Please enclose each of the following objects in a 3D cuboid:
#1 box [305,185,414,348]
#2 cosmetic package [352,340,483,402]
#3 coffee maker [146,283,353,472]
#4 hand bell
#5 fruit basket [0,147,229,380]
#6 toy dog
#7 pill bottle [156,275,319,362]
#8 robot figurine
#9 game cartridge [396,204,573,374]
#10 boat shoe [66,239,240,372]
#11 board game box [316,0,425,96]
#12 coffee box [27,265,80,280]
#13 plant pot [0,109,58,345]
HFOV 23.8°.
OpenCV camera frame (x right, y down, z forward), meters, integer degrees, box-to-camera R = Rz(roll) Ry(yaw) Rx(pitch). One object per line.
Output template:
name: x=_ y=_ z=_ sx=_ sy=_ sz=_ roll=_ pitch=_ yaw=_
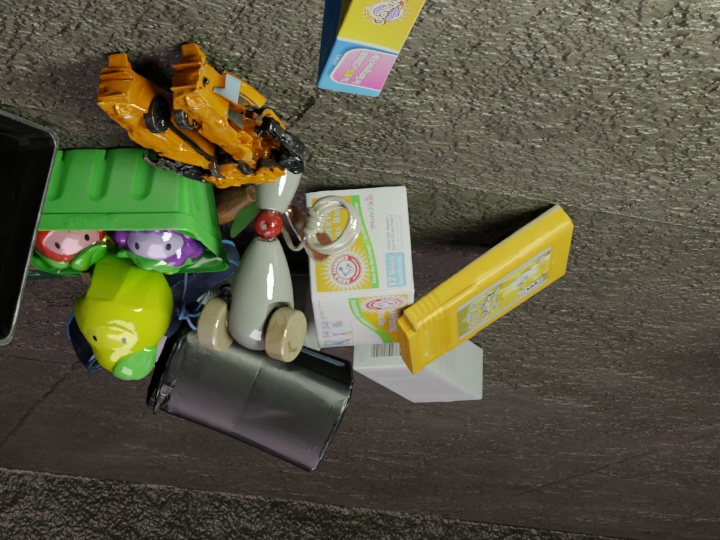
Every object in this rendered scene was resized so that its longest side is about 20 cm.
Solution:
box: x=0.000 y=0.000 z=1.731 sx=0.100 sy=0.114 sz=0.200 roll=-4 pitch=163 yaw=0
cosmetic package: x=0.076 y=0.112 z=2.178 sx=0.101 sy=0.072 sz=0.200 roll=-4 pitch=162 yaw=24
coffee maker: x=-0.118 y=0.131 z=1.808 sx=0.199 sy=0.193 sz=0.135 roll=22 pitch=129 yaw=-9
hand bell: x=-0.185 y=-0.043 z=1.727 sx=0.199 sy=0.105 sz=0.104 roll=-23 pitch=152 yaw=32
fruit basket: x=-0.233 y=-0.004 z=1.627 sx=0.214 sy=0.218 sz=0.156 roll=0 pitch=163 yaw=13
toy dog: x=-0.078 y=-0.006 z=1.601 sx=0.131 sy=0.201 sz=0.096 roll=33 pitch=-170 yaw=15
pill bottle: x=-0.146 y=0.052 z=1.946 sx=0.198 sy=0.115 sz=0.114 roll=-1 pitch=163 yaw=14
robot figurine: x=-0.129 y=-0.124 z=1.450 sx=0.144 sy=0.059 sz=0.200 roll=-3 pitch=161 yaw=23
game cartridge: x=0.126 y=0.024 z=1.746 sx=0.199 sy=0.033 sz=0.176 roll=-36 pitch=164 yaw=-6
boat shoe: x=-0.200 y=0.040 z=1.725 sx=0.199 sy=0.069 sz=0.084 roll=-32 pitch=153 yaw=19
board game box: x=0.015 y=-0.207 z=0.974 sx=0.040 sy=0.154 sz=0.200 roll=7 pitch=163 yaw=-8
coffee box: x=-0.359 y=-0.025 z=1.836 sx=0.199 sy=0.044 sz=0.123 roll=-4 pitch=164 yaw=38
plant pot: x=-0.420 y=-0.057 z=1.531 sx=0.176 sy=0.201 sz=0.199 roll=3 pitch=168 yaw=41
